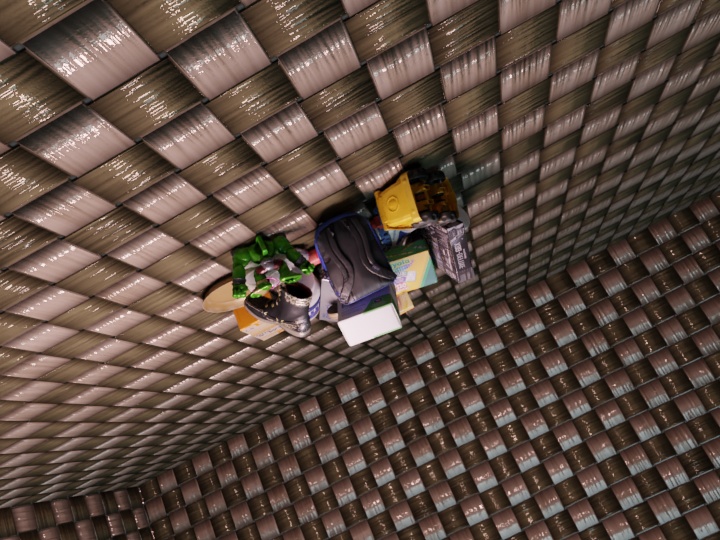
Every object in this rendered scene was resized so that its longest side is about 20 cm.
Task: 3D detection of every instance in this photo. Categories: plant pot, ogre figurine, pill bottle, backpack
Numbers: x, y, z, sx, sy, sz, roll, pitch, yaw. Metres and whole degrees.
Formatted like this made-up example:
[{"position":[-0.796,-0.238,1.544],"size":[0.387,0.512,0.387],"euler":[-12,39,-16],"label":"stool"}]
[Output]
[{"position":[-0.330,0.053,1.637],"size":[0.199,0.028,0.200],"euler":[-23,160,-9],"label":"plant pot"},{"position":[-0.220,-0.016,1.451],"size":[0.199,0.120,0.098],"euler":[-24,166,0],"label":"ogre figurine"},{"position":[-0.172,0.065,1.730],"size":[0.119,0.120,0.200],"euler":[-22,161,-11],"label":"pill bottle"},{"position":[-0.031,-0.041,1.517],"size":[0.162,0.201,0.168],"euler":[-28,-166,-5],"label":"backpack"},{"position":[0.228,-0.106,1.805],"size":[0.112,0.113,0.200],"euler":[-9,155,-41],"label":"pill bottle"}]

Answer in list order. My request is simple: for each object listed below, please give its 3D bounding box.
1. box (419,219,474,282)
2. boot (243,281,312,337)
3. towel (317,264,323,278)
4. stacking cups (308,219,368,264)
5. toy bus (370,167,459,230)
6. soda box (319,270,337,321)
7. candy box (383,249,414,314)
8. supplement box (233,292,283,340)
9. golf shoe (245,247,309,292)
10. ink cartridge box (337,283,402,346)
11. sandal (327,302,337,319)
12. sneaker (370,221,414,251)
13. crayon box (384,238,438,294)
[{"position":[0.224,-0.073,1.640],"size":[0.050,0.158,0.200],"euler":[-22,-157,-12],"label":"box"},{"position":[-0.213,0.077,1.604],"size":[0.074,0.203,0.154],"euler":[-52,162,-42],"label":"boot"},{"position":[0.000,0.000,1.753],"size":[0.200,0.048,0.171],"euler":[29,131,-27],"label":"towel"},{"position":[-0.054,-0.063,1.629],"size":[0.199,0.061,0.061],"euler":[-28,161,6],"label":"stacking cups"},{"position":[0.124,-0.157,1.529],"size":[0.192,0.136,0.200],"euler":[-24,169,39],"label":"toy bus"},{"position":[-0.079,0.066,1.750],"size":[0.068,0.064,0.200],"euler":[8,141,-1],"label":"soda box"},{"position":[0.071,0.050,1.874],"size":[0.115,0.201,0.055],"euler":[-26,163,1],"label":"candy box"},{"position":[-0.287,0.143,1.859],"size":[0.126,0.074,0.200],"euler":[-27,162,5],"label":"supplement box"},{"position":[-0.213,0.002,1.554],"size":[0.199,0.092,0.075],"euler":[-17,158,-29],"label":"golf shoe"},{"position":[0.021,0.084,1.572],"size":[0.145,0.200,0.084],"euler":[-21,119,10],"label":"ink cartridge box"},{"position":[0.013,0.118,1.686],"size":[0.211,0.070,0.078],"euler":[-10,-148,29],"label":"sandal"},{"position":[0.110,-0.108,1.692],"size":[0.115,0.081,0.199],"euler":[-27,161,7],"label":"sneaker"},{"position":[0.102,0.001,1.688],"size":[0.199,0.058,0.119],"euler":[-17,127,7],"label":"crayon box"}]
